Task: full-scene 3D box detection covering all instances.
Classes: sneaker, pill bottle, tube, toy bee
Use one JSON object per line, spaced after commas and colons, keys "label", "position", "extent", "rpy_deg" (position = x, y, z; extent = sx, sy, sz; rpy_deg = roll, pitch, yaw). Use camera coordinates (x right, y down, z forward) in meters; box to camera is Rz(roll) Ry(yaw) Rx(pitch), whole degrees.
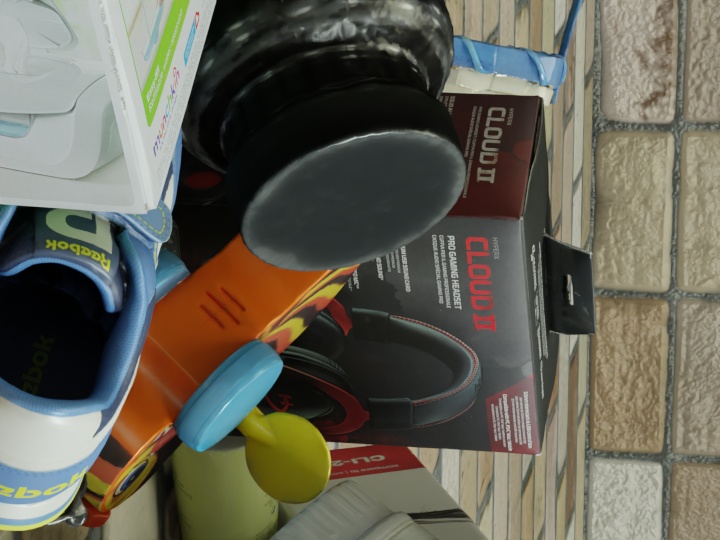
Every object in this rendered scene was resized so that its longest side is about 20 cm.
{"label": "sneaker", "position": [-0.095, -0.017, 0.871], "extent": [0.082, 0.073, 0.201], "rpy_deg": [128, -30, -64]}
{"label": "pill bottle", "position": [-0.030, -0.106, 0.974], "extent": [0.112, 0.111, 0.201], "rpy_deg": [74, -2, -60]}
{"label": "tube", "position": [-0.062, 0.139, 1.233], "extent": [0.058, 0.052, 0.201], "rpy_deg": [-38, 143, -34]}
{"label": "toy bee", "position": [-0.084, 0.042, 0.983], "extent": [0.131, 0.199, 0.109], "rpy_deg": [61, -33, 21]}

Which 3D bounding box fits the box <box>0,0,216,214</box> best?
{"label": "box", "position": [-0.097, -0.151, 0.817], "extent": [0.177, 0.096, 0.201], "rpy_deg": [80, 17, -49]}

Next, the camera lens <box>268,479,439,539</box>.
{"label": "camera lens", "position": [0.018, 0.200, 0.992], "extent": [0.160, 0.200, 0.160], "rpy_deg": [-45, 171, -9]}

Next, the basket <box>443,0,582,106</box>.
{"label": "basket", "position": [0.018, -0.119, 1.274], "extent": [0.139, 0.175, 0.201], "rpy_deg": [-109, -146, -79]}

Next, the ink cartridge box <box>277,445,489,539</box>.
{"label": "ink cartridge box", "position": [0.013, 0.181, 1.219], "extent": [0.200, 0.083, 0.145], "rpy_deg": [-139, -135, -69]}

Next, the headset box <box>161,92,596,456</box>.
{"label": "headset box", "position": [0.000, 0.000, 1.101], "extent": [0.149, 0.198, 0.075], "rpy_deg": [83, 15, -47]}
